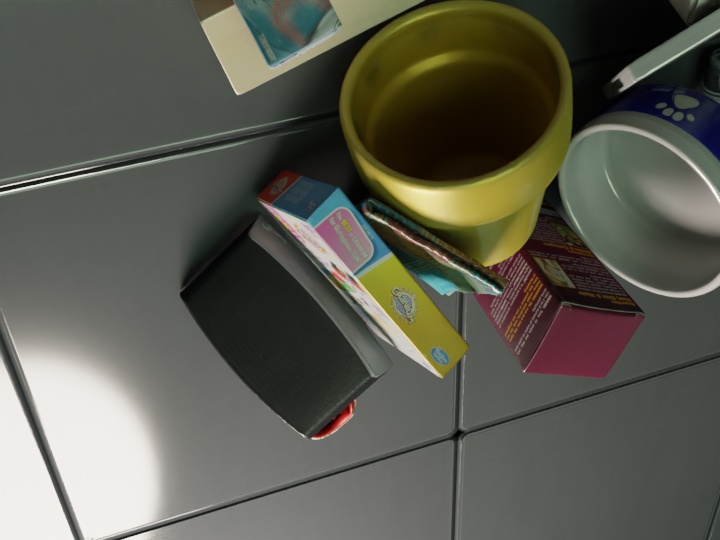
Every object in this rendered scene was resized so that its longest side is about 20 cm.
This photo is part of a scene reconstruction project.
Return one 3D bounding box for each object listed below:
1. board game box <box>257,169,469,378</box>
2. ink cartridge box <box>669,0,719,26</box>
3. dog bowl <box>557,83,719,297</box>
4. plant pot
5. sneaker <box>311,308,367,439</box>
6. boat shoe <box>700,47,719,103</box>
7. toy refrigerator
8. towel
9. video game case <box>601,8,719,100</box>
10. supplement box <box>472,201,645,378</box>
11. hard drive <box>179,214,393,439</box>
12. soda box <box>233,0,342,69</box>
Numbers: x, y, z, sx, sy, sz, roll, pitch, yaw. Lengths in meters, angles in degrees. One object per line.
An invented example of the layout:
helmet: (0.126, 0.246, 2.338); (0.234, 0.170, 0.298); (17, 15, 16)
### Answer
board game box: (0.000, 0.000, 0.859); (0.040, 0.153, 0.200); (-44, 114, -8)
ink cartridge box: (0.326, -0.329, 0.780); (0.198, 0.148, 0.083); (-30, 162, 3)
dog bowl: (0.297, -0.077, 0.907); (0.079, 0.199, 0.202); (-39, 136, -24)
plant pot: (0.096, -0.105, 0.841); (0.198, 0.202, 0.190); (-27, 147, -1)
sneaker: (-0.018, 0.085, 0.980); (0.066, 0.108, 0.203); (17, 117, -32)
boat shoe: (0.456, -0.229, 0.976); (0.196, 0.072, 0.069); (-14, 132, -4)
toy refrigerator: (-0.036, -0.234, 0.758); (0.198, 0.070, 0.076); (-27, 135, 1)
towel: (0.048, -0.017, 0.857); (0.145, 0.200, 0.022); (30, 85, -7)
video game case: (0.298, -0.208, 0.848); (0.142, 0.200, 0.018); (-31, 91, 11)
supplement box: (0.182, 0.010, 0.948); (0.109, 0.201, 0.087); (8, 123, -28)
hard drive: (-0.077, 0.062, 0.910); (0.135, 0.042, 0.200); (-41, 93, 13)
soda box: (-0.087, -0.250, 0.664); (0.063, 0.068, 0.202); (-29, 101, 1)
